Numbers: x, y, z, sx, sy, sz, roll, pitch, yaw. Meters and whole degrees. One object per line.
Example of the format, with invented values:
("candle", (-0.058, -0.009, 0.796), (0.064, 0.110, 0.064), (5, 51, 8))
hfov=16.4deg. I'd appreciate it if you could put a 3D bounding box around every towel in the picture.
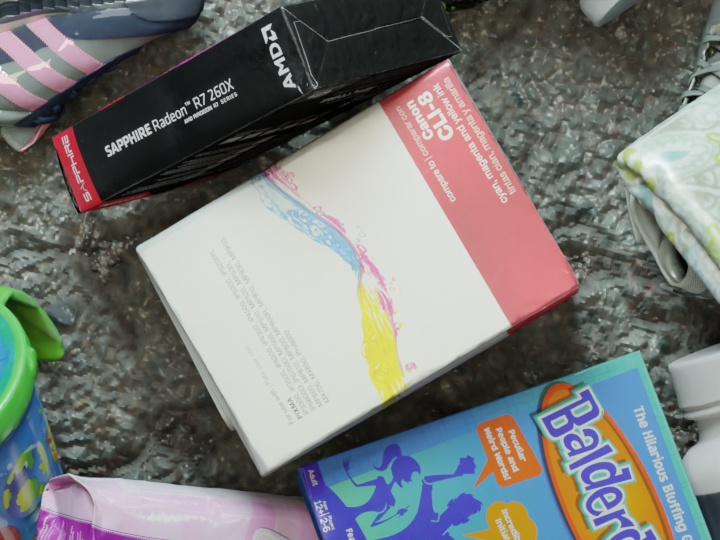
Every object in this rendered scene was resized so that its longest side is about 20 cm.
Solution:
("towel", (0.259, -0.027, 1.323), (0.171, 0.048, 0.200), (-32, 76, -23))

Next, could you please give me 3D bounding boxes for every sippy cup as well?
("sippy cup", (-0.226, 0.103, 1.386), (0.177, 0.131, 0.140), (-32, 44, -11))

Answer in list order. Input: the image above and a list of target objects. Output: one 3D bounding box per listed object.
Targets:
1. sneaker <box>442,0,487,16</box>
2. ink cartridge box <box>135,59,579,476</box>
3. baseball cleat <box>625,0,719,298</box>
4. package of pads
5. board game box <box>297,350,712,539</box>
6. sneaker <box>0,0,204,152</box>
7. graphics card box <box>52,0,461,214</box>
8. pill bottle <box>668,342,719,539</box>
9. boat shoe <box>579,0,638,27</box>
("sneaker", (0.042, -0.170, 1.409), (0.083, 0.071, 0.200), (38, 89, 8))
("ink cartridge box", (0.000, 0.000, 1.375), (0.199, 0.145, 0.145), (-31, 89, 2))
("baseball cleat", (0.200, -0.084, 1.385), (0.070, 0.106, 0.201), (3, 91, 47))
("package of pads", (-0.081, 0.180, 1.380), (0.199, 0.076, 0.121), (8, 88, -28))
("board game box", (0.083, 0.147, 1.347), (0.199, 0.045, 0.153), (-19, 77, -7))
("sneaker", (-0.179, -0.115, 1.432), (0.199, 0.070, 0.082), (-13, 107, 6))
("graphics card box", (-0.058, -0.094, 1.341), (0.200, 0.125, 0.051), (-23, 87, 43))
("pill bottle", (0.242, 0.133, 1.377), (0.119, 0.120, 0.201), (-19, 89, 3))
("boat shoe", (0.181, -0.226, 1.400), (0.068, 0.074, 0.199), (42, 90, 5))
